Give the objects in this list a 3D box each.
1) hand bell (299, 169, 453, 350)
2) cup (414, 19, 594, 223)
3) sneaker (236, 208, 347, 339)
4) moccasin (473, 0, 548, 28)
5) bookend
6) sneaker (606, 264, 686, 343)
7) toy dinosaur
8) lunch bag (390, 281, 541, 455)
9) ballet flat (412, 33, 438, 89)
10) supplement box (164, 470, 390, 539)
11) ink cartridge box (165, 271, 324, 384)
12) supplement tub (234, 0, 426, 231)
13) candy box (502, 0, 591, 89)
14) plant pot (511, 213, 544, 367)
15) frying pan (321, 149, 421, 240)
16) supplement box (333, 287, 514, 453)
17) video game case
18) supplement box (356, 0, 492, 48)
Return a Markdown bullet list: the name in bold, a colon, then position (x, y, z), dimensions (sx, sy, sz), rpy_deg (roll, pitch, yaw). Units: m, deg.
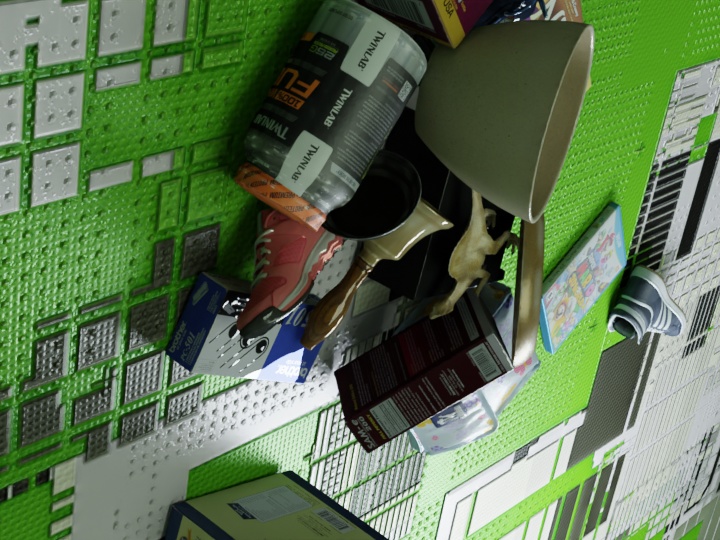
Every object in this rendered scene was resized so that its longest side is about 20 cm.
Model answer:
- **hand bell**: position (0.000, 0.000, 1.429), dimensions (0.201, 0.104, 0.104), rpy_deg (-54, 148, 6)
- **cup**: position (0.137, -0.165, 1.347), dimensions (0.200, 0.142, 0.203), rpy_deg (19, 90, -75)
- **sneaker**: position (-0.082, -0.014, 1.354), dimensions (0.074, 0.087, 0.201), rpy_deg (-38, -167, 51)
- **moccasin**: position (0.160, -0.295, 1.397), dimensions (0.068, 0.199, 0.081), rpy_deg (41, 61, -22)
- **bookend**: position (0.107, -0.085, 1.565), dimensions (0.198, 0.091, 0.203), rpy_deg (-12, 122, -52)
- **sneaker**: position (0.468, 0.083, 2.205), dimensions (0.109, 0.070, 0.200), rpy_deg (-58, 141, -14)
- **toy dinosaur**: position (0.130, -0.033, 1.492), dimensions (0.101, 0.058, 0.203), rpy_deg (-16, 124, -49)
- **lunch bag**: position (0.122, 0.126, 1.713), dimensions (0.200, 0.127, 0.170), rpy_deg (-46, 138, -17)
- **ballet flat**: position (0.098, -0.220, 1.485), dimensions (0.199, 0.073, 0.074), rpy_deg (-1, 115, -60)
- **supplement box**: position (-0.093, 0.346, 1.508), dimensions (0.199, 0.199, 0.136), rpy_deg (-8, 119, -50)
- **ink cartridge box**: position (-0.111, 0.063, 1.417), dimensions (0.199, 0.044, 0.095), rpy_deg (14, 104, -57)
- **supplement tub**: position (-0.032, -0.148, 1.297), dimensions (0.202, 0.122, 0.122), rpy_deg (-60, 147, -4)
- **candy box**: position (0.215, -0.266, 1.613), dimensions (0.117, 0.056, 0.201), rpy_deg (-46, 145, -21)
- **plant pot**: position (0.196, 0.013, 1.568), dimensions (0.200, 0.027, 0.203), rpy_deg (5, 90, -84)
- **frying pan**: position (-0.008, -0.100, 1.369), dimensions (0.114, 0.191, 0.031), rpy_deg (-22, 142, -6)
- **supplement box**: position (0.071, 0.116, 1.564), dimensions (0.198, 0.109, 0.061), rpy_deg (-30, 119, 8)
- **video game case**: position (0.332, 0.012, 2.015), dimensions (0.200, 0.018, 0.144), rpy_deg (-48, 144, -21)
- **supplement box**: position (0.088, -0.338, 1.314), dimensions (0.201, 0.130, 0.103), rpy_deg (-53, 145, -14)
